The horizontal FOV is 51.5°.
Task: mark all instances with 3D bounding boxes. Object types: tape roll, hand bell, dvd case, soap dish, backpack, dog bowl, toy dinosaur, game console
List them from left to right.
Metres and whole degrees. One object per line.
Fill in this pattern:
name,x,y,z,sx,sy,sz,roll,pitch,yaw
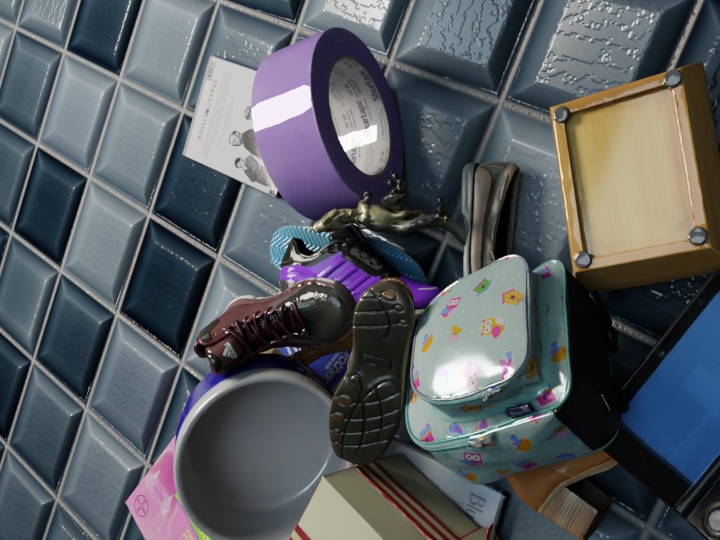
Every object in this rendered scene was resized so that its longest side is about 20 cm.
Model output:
dvd case,-0.160,-0.204,1.048,0.197,0.025,0.154,25,101,32
dog bowl,-0.108,0.200,0.833,0.079,0.196,0.205,-135,63,-71
hand bell,-0.066,0.103,0.893,0.197,0.104,0.106,-30,72,14
tape roll,-0.032,-0.165,0.860,0.083,0.198,0.206,-12,81,31
toy dinosaur,0.048,-0.060,0.801,0.088,0.195,0.049,132,141,-61
dvd case,0.066,0.287,0.876,0.197,0.017,0.146,19,96,32
backpack,0.128,0.098,0.710,0.199,0.152,0.179,-38,31,39
soap dish,0.268,-0.090,0.732,0.154,0.081,0.206,-11,80,32
game console,0.331,0.131,0.628,0.201,0.118,0.172,-52,29,5

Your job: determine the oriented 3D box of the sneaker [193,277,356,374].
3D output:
sneaker,-0.100,0.071,0.785,0.197,0.115,0.077,-14,105,39

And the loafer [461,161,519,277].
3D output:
loafer,0.147,-0.020,0.815,0.061,0.072,0.206,-5,84,25

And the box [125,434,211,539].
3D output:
box,-0.193,0.310,0.995,0.201,0.096,0.177,-50,64,19

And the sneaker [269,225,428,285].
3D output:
sneaker,-0.008,-0.010,0.912,0.196,0.081,0.078,19,97,12

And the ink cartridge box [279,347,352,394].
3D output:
ink cartridge box,-0.074,0.142,0.959,0.094,0.044,0.201,48,111,23

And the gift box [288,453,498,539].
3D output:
gift box,0.033,0.314,0.777,0.186,0.183,0.203,38,113,30

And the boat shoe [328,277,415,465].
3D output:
boat shoe,0.020,0.102,0.773,0.074,0.074,0.205,18,109,10

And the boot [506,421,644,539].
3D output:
boot,0.212,0.151,0.768,0.154,0.076,0.204,35,112,34

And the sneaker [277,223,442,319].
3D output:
sneaker,0.000,0.000,0.835,0.195,0.069,0.102,5,94,12
